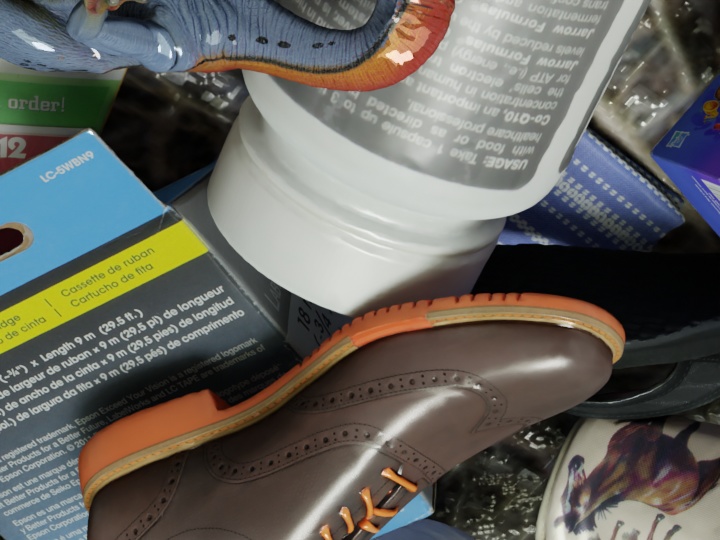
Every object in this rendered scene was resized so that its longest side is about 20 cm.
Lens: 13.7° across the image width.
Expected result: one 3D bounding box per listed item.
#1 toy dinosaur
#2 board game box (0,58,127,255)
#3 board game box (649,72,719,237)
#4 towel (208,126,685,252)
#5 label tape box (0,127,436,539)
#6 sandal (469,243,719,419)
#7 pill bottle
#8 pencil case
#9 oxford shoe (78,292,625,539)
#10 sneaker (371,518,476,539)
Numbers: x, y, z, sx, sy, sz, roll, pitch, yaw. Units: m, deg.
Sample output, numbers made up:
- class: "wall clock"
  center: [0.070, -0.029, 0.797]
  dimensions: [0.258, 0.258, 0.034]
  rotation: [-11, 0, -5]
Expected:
- class: "toy dinosaur"
  center: [-0.059, -0.092, 0.909]
  dimensions: [0.181, 0.105, 0.200]
  rotation: [26, 159, 8]
- class: "board game box"
  center: [-0.121, -0.090, 1.004]
  dimensions: [0.096, 0.030, 0.200]
  rotation: [16, 122, -13]
- class: "board game box"
  center: [0.207, -0.019, 1.010]
  dimensions: [0.134, 0.045, 0.200]
  rotation: [-48, 119, -8]
- class: "towel"
  center: [0.000, 0.000, 1.079]
  dimensions: [0.145, 0.024, 0.200]
  rotation: [37, 116, -23]
- class: "label tape box"
  center: [-0.085, 0.028, 1.038]
  dimensions: [0.144, 0.063, 0.200]
  rotation: [-25, 124, 23]
- class: "sandal"
  center: [0.105, 0.025, 1.035]
  dimensions: [0.200, 0.075, 0.048]
  rotation: [0, 114, -22]
- class: "pill bottle"
  center: [0.030, -0.088, 0.944]
  dimensions: [0.113, 0.113, 0.200]
  rotation: [18, 119, -14]
- class: "pencil case"
  center: [0.156, 0.109, 1.025]
  dimensions: [0.200, 0.089, 0.078]
  rotation: [20, 132, 18]
- class: "oxford shoe"
  center: [-0.001, 0.066, 0.964]
  dimensions: [0.200, 0.073, 0.071]
  rotation: [-24, 143, 26]
- class: "sneaker"
  center: [0.021, 0.143, 1.066]
  dimensions: [0.100, 0.200, 0.075]
  rotation: [-5, 109, -37]
